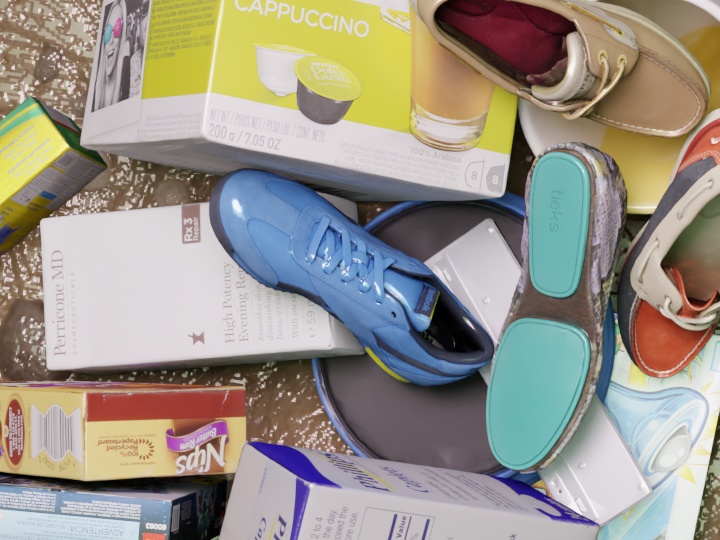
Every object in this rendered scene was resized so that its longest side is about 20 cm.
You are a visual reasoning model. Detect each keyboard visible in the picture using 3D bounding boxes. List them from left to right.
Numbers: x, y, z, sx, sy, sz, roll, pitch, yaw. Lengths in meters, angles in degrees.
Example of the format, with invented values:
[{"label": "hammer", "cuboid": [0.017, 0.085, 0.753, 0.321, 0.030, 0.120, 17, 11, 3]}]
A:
[{"label": "keyboard", "cuboid": [0.106, 0.065, 1.519, 0.056, 0.011, 0.201, -32, 74, 9]}]

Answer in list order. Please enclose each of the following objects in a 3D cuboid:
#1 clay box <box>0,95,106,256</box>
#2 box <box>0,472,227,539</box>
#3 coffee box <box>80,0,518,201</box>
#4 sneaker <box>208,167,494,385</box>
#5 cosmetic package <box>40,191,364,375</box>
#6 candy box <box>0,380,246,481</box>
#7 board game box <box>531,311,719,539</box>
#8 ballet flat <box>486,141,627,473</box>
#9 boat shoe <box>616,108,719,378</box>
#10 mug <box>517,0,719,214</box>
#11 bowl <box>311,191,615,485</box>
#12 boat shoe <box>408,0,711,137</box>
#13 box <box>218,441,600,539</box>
[{"label": "clay box", "cuboid": [-0.262, -0.026, 1.590, 0.200, 0.115, 0.048, -38, 83, 2]}, {"label": "box", "cuboid": [-0.165, 0.147, 1.526, 0.135, 0.200, 0.038, 4, 89, 7]}, {"label": "coffee box", "cuboid": [-0.030, -0.155, 1.493, 0.198, 0.200, 0.200, 10, 86, -26]}, {"label": "sneaker", "cuboid": [0.000, 0.000, 1.471, 0.200, 0.078, 0.066, 38, 65, -26]}, {"label": "cosmetic package", "cuboid": [-0.101, 0.010, 1.569, 0.198, 0.074, 0.103, -6, 83, 19]}, {"label": "candy box", "cuboid": [-0.172, 0.096, 1.519, 0.116, 0.199, 0.057, 1, 87, -38]}, {"label": "board game box", "cuboid": [0.153, 0.127, 1.575, 0.134, 0.034, 0.202, 11, 88, 7]}, {"label": "ballet flat", "cuboid": [0.124, 0.022, 1.476, 0.071, 0.072, 0.202, 11, 103, 7]}, {"label": "boat shoe", "cuboid": [0.200, -0.004, 1.475, 0.071, 0.063, 0.201, 10, 132, -7]}, {"label": "mug", "cuboid": [0.177, -0.121, 1.529, 0.148, 0.153, 0.188, 1, 120, 8]}, {"label": "bowl", "cuboid": [0.061, 0.045, 1.564, 0.199, 0.039, 0.202, -2, 83, 20]}, {"label": "boat shoe", "cuboid": [0.113, -0.119, 1.402, 0.199, 0.067, 0.074, 22, 120, -17]}, {"label": "box", "cuboid": [0.014, 0.209, 1.454, 0.199, 0.105, 0.185, 11, 97, -27]}]
